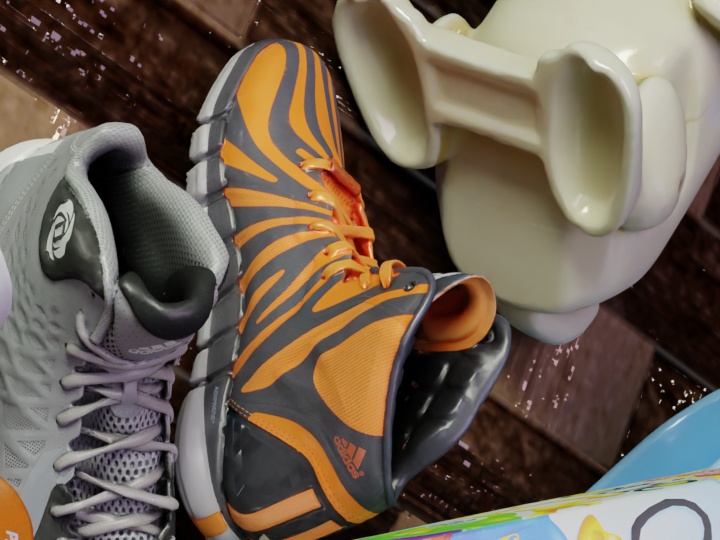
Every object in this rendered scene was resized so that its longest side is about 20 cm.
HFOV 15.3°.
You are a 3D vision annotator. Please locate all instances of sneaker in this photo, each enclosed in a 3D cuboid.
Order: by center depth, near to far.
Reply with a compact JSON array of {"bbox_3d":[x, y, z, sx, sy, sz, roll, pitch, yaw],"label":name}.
[{"bbox_3d":[-0.083,0.046,0.872,0.075,0.115,0.201,-4,81,-31],"label":"sneaker"},{"bbox_3d":[0.000,0.000,0.942,0.077,0.112,0.201,29,53,-47],"label":"sneaker"}]

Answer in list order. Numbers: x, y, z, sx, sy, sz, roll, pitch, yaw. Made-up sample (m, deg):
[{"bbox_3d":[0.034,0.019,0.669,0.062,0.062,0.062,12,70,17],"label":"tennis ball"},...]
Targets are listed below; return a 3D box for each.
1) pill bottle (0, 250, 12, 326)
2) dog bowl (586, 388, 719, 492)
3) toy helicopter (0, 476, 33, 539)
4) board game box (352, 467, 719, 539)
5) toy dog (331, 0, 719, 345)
[{"bbox_3d":[-0.199,0.046,0.794,0.200,0.111,0.111,-45,116,-32],"label":"pill bottle"},{"bbox_3d":[0.125,0.106,1.074,0.200,0.111,0.050,-39,99,-34],"label":"dog bowl"},{"bbox_3d":[-0.144,0.159,0.793,0.132,0.079,0.200,48,42,-1],"label":"toy helicopter"},{"bbox_3d":[0.055,0.133,0.908,0.199,0.105,0.103,-8,85,-28],"label":"board game box"},{"bbox_3d":[0.118,-0.081,1.054,0.200,0.139,0.194,-41,127,-33],"label":"toy dog"}]
